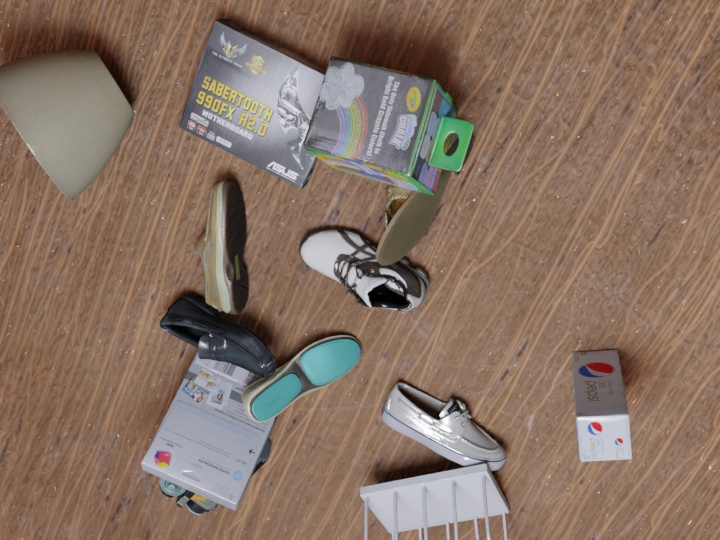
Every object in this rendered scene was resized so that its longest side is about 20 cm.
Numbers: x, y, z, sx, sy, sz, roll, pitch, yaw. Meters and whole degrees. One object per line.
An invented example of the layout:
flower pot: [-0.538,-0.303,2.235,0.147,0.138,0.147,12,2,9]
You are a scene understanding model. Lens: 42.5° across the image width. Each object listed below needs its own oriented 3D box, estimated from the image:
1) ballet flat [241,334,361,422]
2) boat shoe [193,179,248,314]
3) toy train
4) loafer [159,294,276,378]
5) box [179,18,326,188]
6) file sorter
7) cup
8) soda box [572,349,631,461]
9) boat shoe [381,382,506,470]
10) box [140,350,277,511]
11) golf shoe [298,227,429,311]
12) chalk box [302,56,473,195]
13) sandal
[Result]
ballet flat: [-0.091,0.154,1.376,0.197,0.069,0.071,-29,103,-17]
boat shoe: [-0.212,-0.034,1.353,0.074,0.072,0.205,8,110,21]
toy train: [-0.232,0.305,1.460,0.113,0.086,0.200,39,111,-13]
loafer: [-0.210,0.107,1.363,0.198,0.070,0.069,28,144,23]
box: [-0.134,-0.230,1.281,0.197,0.048,0.161,27,111,2]
file sorter: [0.114,0.389,1.360,0.196,0.127,0.140,-15,138,16]
cup: [-0.398,-0.221,1.279,0.142,0.200,0.203,-33,100,-8]
soda box: [0.320,0.176,1.237,0.066,0.200,0.065,-5,109,13]
boat shoe: [0.129,0.225,1.365,0.197,0.071,0.071,25,114,10]
box: [-0.212,0.230,1.378,0.153,0.203,0.041,21,150,3]
golf shoe: [0.000,0.000,1.305,0.196,0.095,0.079,19,112,7]
chalk box: [0.049,-0.178,1.184,0.196,0.124,0.127,18,89,20]
sandal: [0.072,-0.113,1.278,0.070,0.077,0.214,41,104,36]
